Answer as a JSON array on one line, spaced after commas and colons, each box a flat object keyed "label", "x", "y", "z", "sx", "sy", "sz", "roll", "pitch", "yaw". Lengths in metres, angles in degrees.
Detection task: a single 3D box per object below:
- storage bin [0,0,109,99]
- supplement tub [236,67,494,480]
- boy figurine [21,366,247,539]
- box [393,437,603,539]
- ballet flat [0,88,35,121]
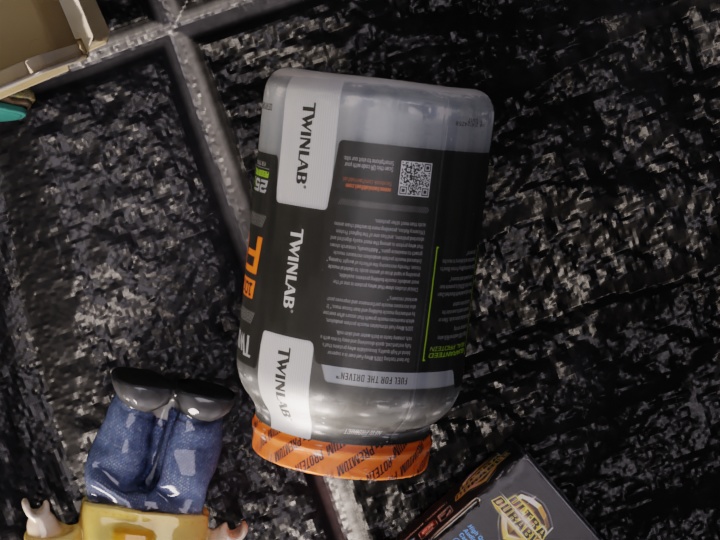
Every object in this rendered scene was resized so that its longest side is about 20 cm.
[{"label": "storage bin", "x": -0.245, "y": -0.154, "z": 0.701, "sx": 0.197, "sy": 0.094, "sz": 0.201, "roll": -21, "pitch": 98, "yaw": 7}, {"label": "supplement tub", "x": 0.000, "y": 0.000, "z": 0.807, "sx": 0.121, "sy": 0.123, "sz": 0.202, "roll": 6, "pitch": 96, "yaw": -7}, {"label": "boy figurine", "x": -0.128, "y": 0.155, "z": 0.846, "sx": 0.123, "sy": 0.064, "sz": 0.202, "roll": 14, "pitch": 93, "yaw": -10}, {"label": "box", "x": 0.080, "y": 0.235, "z": 0.885, "sx": 0.198, "sy": 0.050, "sz": 0.200, "roll": -42, "pitch": 99, "yaw": 0}, {"label": "ballet flat", "x": -0.270, "y": -0.106, "z": 0.796, "sx": 0.198, "sy": 0.071, "sz": 0.071, "roll": -4, "pitch": 98, "yaw": -5}]
